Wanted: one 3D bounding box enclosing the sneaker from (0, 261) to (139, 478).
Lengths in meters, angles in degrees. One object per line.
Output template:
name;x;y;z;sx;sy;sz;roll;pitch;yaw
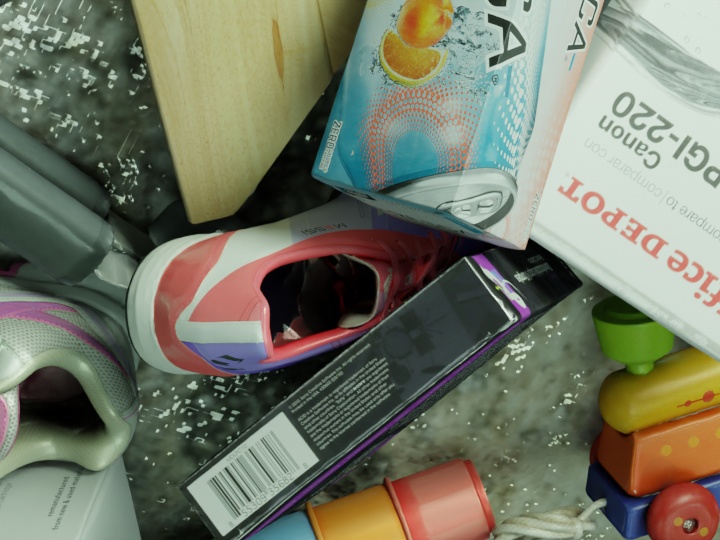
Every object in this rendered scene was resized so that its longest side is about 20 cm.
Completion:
sneaker;-0.173;0.037;0.884;0.200;0.088;0.081;3;121;-25

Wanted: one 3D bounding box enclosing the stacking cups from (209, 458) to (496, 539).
stacking cups;-0.036;0.138;1.020;0.200;0.061;0.061;-19;124;-7

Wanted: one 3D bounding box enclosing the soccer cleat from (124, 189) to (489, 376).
soccer cleat;0.000;0.000;0.877;0.200;0.073;0.068;-19;109;-44

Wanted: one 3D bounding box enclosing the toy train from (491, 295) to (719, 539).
toy train;0.124;0.063;0.987;0.200;0.085;0.116;-16;113;-11

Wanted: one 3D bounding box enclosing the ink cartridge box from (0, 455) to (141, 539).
ink cartridge box;-0.192;0.165;0.936;0.200;0.083;0.145;-6;114;10

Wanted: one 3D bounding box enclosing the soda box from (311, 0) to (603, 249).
soda box;0.052;-0.114;0.808;0.068;0.064;0.200;22;84;-59

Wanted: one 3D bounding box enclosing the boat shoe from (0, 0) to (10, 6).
boat shoe;-0.126;-0.126;0.778;0.060;0.074;0.200;35;136;-29

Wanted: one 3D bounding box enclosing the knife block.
knife block;-0.074;-0.138;0.826;0.175;0.064;0.200;26;113;-26

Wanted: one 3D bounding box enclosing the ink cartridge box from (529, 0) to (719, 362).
ink cartridge box;0.149;-0.079;0.878;0.146;0.085;0.200;32;99;-24

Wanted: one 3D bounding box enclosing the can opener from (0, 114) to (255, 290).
can opener;-0.114;-0.028;0.893;0.200;0.053;0.066;32;111;-26

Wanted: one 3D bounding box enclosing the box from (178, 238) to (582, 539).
box;0.015;0.044;0.897;0.143;0.200;0.036;-39;83;12
